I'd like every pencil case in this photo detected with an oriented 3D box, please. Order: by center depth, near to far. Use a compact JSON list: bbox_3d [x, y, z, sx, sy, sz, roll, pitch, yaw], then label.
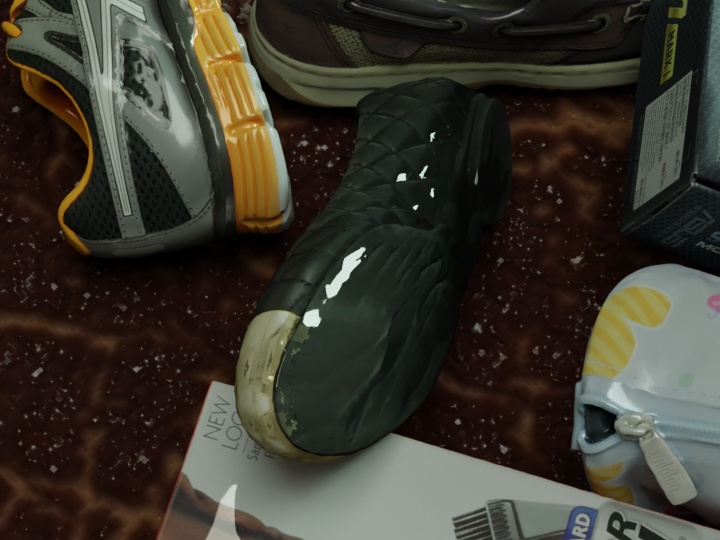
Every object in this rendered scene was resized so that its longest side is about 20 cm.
[{"bbox_3d":[0.163,0.048,0.697,0.200,0.091,0.083,7,86,30],"label":"pencil case"}]

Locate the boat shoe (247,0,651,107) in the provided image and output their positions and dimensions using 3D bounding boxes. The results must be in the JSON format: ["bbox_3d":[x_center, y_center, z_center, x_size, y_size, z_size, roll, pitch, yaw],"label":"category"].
[{"bbox_3d":[0.060,-0.105,0.818,0.200,0.065,0.072,-9,63,-9],"label":"boat shoe"}]

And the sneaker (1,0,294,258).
[{"bbox_3d":[-0.088,-0.093,0.801,0.077,0.078,0.200,-21,66,-3],"label":"sneaker"}]

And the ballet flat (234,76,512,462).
[{"bbox_3d":[0.000,0.000,0.738,0.057,0.067,0.200,-4,26,22],"label":"ballet flat"}]

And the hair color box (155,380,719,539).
[{"bbox_3d":[0.033,0.118,0.711,0.200,0.064,0.111,15,65,6],"label":"hair color box"}]

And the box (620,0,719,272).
[{"bbox_3d":[0.176,-0.081,0.797,0.157,0.051,0.200,20,63,-17],"label":"box"}]
